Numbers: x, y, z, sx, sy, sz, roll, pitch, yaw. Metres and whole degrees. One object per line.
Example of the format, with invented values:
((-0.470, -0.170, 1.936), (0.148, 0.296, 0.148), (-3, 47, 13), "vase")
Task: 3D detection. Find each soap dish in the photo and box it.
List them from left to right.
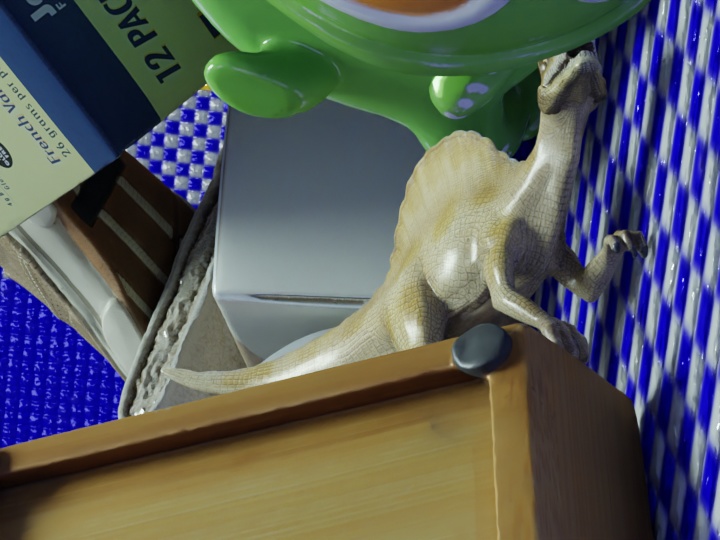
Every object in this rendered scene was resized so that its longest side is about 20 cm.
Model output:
((-0.024, 0.099, 0.668), (0.158, 0.199, 0.081), (-90, -19, -49), "soap dish")

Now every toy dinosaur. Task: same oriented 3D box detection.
((0.027, 0.012, 0.775), (0.200, 0.058, 0.102), (-43, 53, 35), "toy dinosaur")

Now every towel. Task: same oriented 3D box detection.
((-0.026, 0.023, 1.106), (0.133, 0.034, 0.201), (47, -133, -34), "towel")

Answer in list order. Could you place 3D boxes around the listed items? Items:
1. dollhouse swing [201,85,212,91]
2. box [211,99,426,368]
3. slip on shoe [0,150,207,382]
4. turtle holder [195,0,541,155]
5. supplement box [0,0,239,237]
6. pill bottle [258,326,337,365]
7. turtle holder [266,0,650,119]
((-0.037, -0.166, 1.108), (0.176, 0.199, 0.183), (-147, 62, -84), "dollhouse swing")
((0.000, 0.000, 0.977), (0.200, 0.077, 0.096), (74, -161, -69), "box")
((-0.117, -0.011, 1.080), (0.060, 0.200, 0.076), (-17, 33, 40), "slip on shoe")
((0.021, -0.122, 0.806), (0.141, 0.185, 0.132), (-40, 22, 33), "turtle holder")
((-0.102, -0.119, 0.940), (0.200, 0.134, 0.200), (-43, 9, -32), "supplement box")
((0.006, 0.107, 0.811), (0.200, 0.111, 0.112), (-94, 11, -65), "pill bottle")
((0.046, -0.135, 0.613), (0.141, 0.185, 0.132), (61, 167, 11), "turtle holder")
